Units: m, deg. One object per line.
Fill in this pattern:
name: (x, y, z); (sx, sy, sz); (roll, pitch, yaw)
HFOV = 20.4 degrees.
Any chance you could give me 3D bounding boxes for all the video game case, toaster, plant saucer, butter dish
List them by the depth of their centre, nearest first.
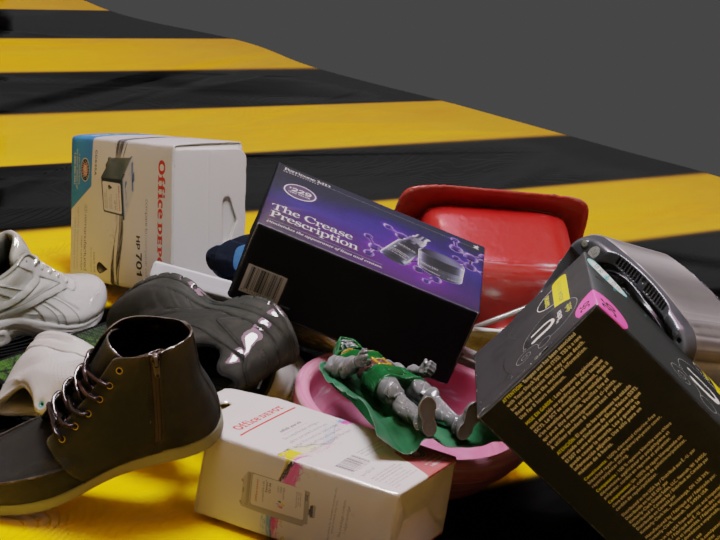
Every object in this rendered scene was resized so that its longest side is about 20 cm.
plant saucer: (0.040, 0.129, 1.637); (0.199, 0.051, 0.201); (11, 23, -5)
toaster: (0.260, 0.058, 1.781); (0.129, 0.114, 0.200); (6, 34, -47)
video game case: (-0.093, 0.039, 1.835); (0.142, 0.018, 0.200); (15, -9, 20)
butter dish: (0.119, 0.036, 1.865); (0.198, 0.201, 0.148); (3, 35, -21)

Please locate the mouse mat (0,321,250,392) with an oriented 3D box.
mouse mat: (-0.205, 0.089, 1.682); (0.160, 0.008, 0.200); (-20, 30, -33)

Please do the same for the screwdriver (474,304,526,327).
screwdriver: (0.064, 0.066, 1.780); (0.199, 0.028, 0.029); (-18, 22, 0)

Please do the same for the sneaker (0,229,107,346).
sneaker: (-0.301, 0.012, 1.805); (0.078, 0.100, 0.200); (19, 18, 34)

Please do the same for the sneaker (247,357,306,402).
sneaker: (-0.096, 0.084, 1.747); (0.081, 0.076, 0.200); (21, 5, -33)

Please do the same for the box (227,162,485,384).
box: (0.000, 0.000, 1.706); (0.199, 0.079, 0.141); (22, 22, -5)

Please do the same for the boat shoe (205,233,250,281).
boat shoe: (-0.064, 0.000, 1.859); (0.068, 0.085, 0.200); (7, -16, 37)

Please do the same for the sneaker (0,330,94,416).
sneaker: (-0.209, 0.100, 1.573); (0.199, 0.076, 0.089); (-1, 36, 44)

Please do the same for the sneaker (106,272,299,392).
sneaker: (-0.147, 0.057, 1.644); (0.199, 0.076, 0.091); (6, 34, 42)

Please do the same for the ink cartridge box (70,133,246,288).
ink cartridge box: (-0.201, -0.057, 1.962); (0.085, 0.147, 0.200); (-3, 7, -36)

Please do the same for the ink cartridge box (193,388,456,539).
ink cartridge box: (-0.043, 0.154, 1.498); (0.199, 0.068, 0.116); (17, 15, 22)

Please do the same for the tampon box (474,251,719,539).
tampon box: (0.198, 0.111, 1.509); (0.200, 0.126, 0.150); (44, 12, -10)

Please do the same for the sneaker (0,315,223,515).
sneaker: (-0.203, 0.097, 1.424); (0.199, 0.107, 0.075); (-19, 41, -9)

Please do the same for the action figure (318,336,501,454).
action figure: (0.023, 0.090, 1.566); (0.118, 0.055, 0.200); (9, 9, -28)

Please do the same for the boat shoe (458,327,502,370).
boat shoe: (0.165, 0.071, 1.705); (0.201, 0.087, 0.075); (5, 31, 37)
